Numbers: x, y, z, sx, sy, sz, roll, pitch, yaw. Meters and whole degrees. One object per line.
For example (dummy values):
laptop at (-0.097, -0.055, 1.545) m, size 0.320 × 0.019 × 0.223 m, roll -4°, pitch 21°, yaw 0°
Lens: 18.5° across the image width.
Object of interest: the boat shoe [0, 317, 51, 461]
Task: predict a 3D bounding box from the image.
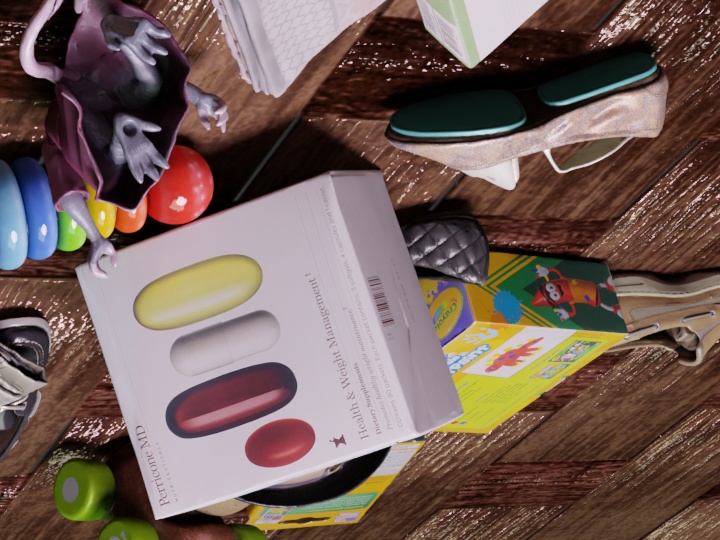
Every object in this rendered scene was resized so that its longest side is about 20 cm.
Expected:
boat shoe at (-0.289, 0.100, 1.760) m, size 0.074 × 0.060 × 0.200 m, roll 2°, pitch 152°, yaw -27°

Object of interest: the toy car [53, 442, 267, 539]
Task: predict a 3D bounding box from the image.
toy car at (-0.139, 0.164, 1.937) m, size 0.164 × 0.158 × 0.200 m, roll 10°, pitch 118°, yaw -47°

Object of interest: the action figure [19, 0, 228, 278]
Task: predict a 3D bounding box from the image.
action figure at (-0.170, -0.089, 1.370) m, size 0.149 × 0.134 × 0.200 m, roll 36°, pitch 167°, yaw -14°

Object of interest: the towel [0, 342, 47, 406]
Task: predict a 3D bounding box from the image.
towel at (-0.367, 0.082, 1.663) m, size 0.200 × 0.035 × 0.192 m, roll -28°, pitch 135°, yaw 28°

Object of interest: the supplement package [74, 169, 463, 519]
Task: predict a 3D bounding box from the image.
supplement package at (-0.062, 0.051, 1.569) m, size 0.199 × 0.192 × 0.147 m, roll -20°, pitch 176°, yaw 16°

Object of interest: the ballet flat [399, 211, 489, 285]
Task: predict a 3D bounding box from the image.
ballet flat at (0.000, 0.000, 1.689) m, size 0.199 × 0.057 × 0.066 m, roll -12°, pitch 160°, yaw 11°

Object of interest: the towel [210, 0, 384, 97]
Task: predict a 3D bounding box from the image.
towel at (-0.003, -0.198, 1.209) m, size 0.191 × 0.032 × 0.200 m, roll -41°, pitch 158°, yaw -8°

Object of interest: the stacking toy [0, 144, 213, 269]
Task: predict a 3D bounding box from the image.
stacking toy at (-0.195, -0.048, 1.485) m, size 0.199 × 0.086 × 0.085 m, roll -12°, pitch 156°, yaw -18°

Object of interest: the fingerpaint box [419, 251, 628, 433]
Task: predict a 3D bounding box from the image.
fingerpaint box at (0.093, 0.061, 1.850) m, size 0.166 × 0.074 × 0.200 m, roll 5°, pitch 150°, yaw -35°

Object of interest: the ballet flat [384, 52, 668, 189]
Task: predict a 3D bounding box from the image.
ballet flat at (0.118, -0.093, 1.526) m, size 0.199 × 0.068 × 0.067 m, roll -12°, pitch 122°, yaw -1°

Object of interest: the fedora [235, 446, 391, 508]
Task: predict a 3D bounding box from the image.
fedora at (-0.057, 0.087, 1.721) m, size 0.200 × 0.201 × 0.092 m, roll -2°, pitch 140°, yaw -23°

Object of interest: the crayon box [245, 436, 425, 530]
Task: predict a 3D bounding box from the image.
crayon box at (-0.033, 0.181, 2.071) m, size 0.125 × 0.052 × 0.200 m, roll -2°, pitch 153°, yaw -22°

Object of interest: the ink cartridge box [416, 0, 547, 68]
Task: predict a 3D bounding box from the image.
ink cartridge box at (0.114, -0.220, 1.270) m, size 0.200 × 0.048 × 0.146 m, roll -42°, pitch 159°, yaw -6°

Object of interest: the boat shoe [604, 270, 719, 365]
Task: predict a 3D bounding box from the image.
boat shoe at (0.281, 0.047, 1.909) m, size 0.199 × 0.076 × 0.072 m, roll -2°, pitch 153°, yaw -23°
